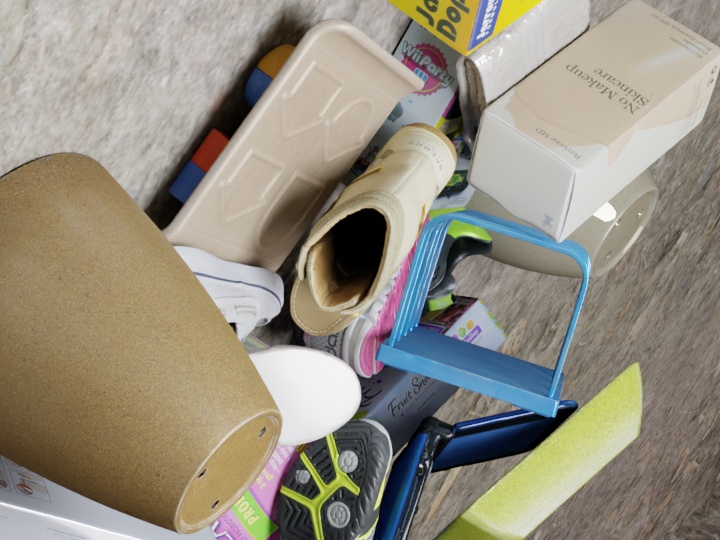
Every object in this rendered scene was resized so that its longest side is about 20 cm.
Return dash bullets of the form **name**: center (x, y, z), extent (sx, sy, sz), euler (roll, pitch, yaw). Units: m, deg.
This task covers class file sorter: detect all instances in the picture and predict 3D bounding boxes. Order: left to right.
- **file sorter**: center (0.104, 0.025, 1.445), extent (0.200, 0.138, 0.123), euler (-23, 129, -82)

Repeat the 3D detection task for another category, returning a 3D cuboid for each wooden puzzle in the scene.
- **wooden puzzle**: center (-0.056, -0.086, 1.306), extent (0.200, 0.046, 0.185), euler (-50, 160, 7)

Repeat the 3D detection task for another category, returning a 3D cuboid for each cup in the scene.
- **cup**: center (0.187, -0.074, 1.703), extent (0.200, 0.143, 0.201), euler (-44, 159, -22)

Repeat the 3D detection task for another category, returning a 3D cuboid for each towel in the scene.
- **towel**: center (0.129, -0.155, 1.424), extent (0.133, 0.034, 0.200), euler (-49, 158, -16)

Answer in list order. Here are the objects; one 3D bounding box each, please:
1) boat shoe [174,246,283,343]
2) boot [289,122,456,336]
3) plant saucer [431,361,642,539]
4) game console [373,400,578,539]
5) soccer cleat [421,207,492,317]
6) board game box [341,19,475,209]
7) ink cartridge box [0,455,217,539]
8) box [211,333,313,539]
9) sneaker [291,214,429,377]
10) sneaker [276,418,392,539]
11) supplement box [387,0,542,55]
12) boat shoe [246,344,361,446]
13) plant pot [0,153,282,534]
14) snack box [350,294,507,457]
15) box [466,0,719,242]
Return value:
- **boat shoe**: center (-0.105, 0.029, 1.306), extent (0.200, 0.072, 0.066), euler (30, 53, -73)
- **boot**: center (-0.011, -0.003, 1.362), extent (0.200, 0.073, 0.156), euler (-52, -178, 31)
- **plant saucer**: center (0.146, 0.176, 1.527), extent (0.200, 0.048, 0.200), euler (-39, 171, -21)
- **game console**: center (0.083, 0.186, 1.520), extent (0.200, 0.118, 0.171), euler (109, 0, -72)
- **soccer cleat**: center (0.033, 0.017, 1.608), extent (0.200, 0.081, 0.068), euler (-45, 158, -19)
- **board game box**: center (0.077, -0.146, 1.463), extent (0.147, 0.064, 0.201), euler (-10, 132, -61)
- **ink cartridge box**: center (-0.222, 0.220, 1.256), extent (0.199, 0.084, 0.176), euler (22, 109, -33)
- **box**: center (-0.114, 0.170, 1.439), extent (0.200, 0.097, 0.176), euler (-47, 138, -15)
- **sneaker**: center (0.000, 0.000, 1.536), extent (0.074, 0.087, 0.200), euler (82, 25, -46)
- **sneaker**: center (-0.023, 0.202, 1.435), extent (0.076, 0.075, 0.201), euler (-11, 126, -60)
- **supplement box**: center (0.103, -0.257, 1.269), extent (0.200, 0.109, 0.109), euler (-38, 155, -33)
- **boat shoe**: center (-0.105, 0.091, 1.329), extent (0.199, 0.075, 0.093), euler (-6, -175, -16)
- **plant pot**: center (-0.148, 0.061, 1.123), extent (0.186, 0.200, 0.187), euler (-45, 159, -22)
- **snack box**: center (0.015, 0.101, 1.635), extent (0.200, 0.053, 0.142), euler (-44, -157, -21)
- **box**: center (0.180, -0.117, 1.414), extent (0.200, 0.095, 0.078), euler (-39, 153, -36)
